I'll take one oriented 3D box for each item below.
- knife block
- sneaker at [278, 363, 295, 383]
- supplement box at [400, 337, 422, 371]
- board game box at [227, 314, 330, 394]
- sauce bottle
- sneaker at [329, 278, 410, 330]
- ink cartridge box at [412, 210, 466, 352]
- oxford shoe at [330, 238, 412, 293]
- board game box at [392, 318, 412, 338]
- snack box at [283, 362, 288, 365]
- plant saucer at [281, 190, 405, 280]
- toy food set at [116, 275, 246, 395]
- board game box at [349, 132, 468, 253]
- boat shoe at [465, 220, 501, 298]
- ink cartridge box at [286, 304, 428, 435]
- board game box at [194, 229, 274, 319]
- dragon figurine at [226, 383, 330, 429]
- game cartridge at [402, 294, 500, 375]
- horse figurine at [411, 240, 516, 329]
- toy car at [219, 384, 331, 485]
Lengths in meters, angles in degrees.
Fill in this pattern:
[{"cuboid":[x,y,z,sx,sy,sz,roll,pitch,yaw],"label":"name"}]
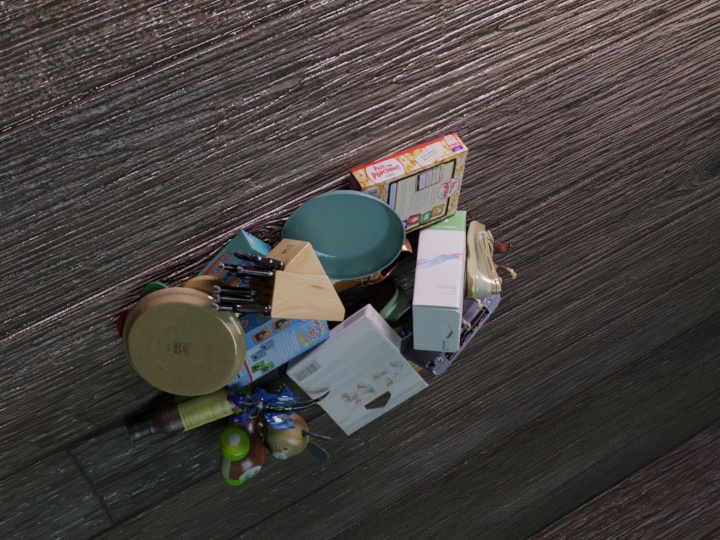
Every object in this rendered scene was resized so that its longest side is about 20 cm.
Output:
[{"cuboid":[-0.128,0.046,1.417,0.176,0.063,0.202,-48,127,-29],"label":"knife block"},{"cuboid":[-0.078,0.201,1.802,0.197,0.067,0.091,-6,135,-41],"label":"sneaker"},{"cuboid":[0.070,0.187,1.924,0.197,0.069,0.067,-30,148,-7],"label":"supplement box"},{"cuboid":[-0.149,0.111,1.568,0.197,0.037,0.152,-29,149,-12],"label":"board game box"},{"cuboid":[-0.306,0.244,1.638,0.196,0.067,0.067,-18,146,-3],"label":"sauce bottle"},{"cuboid":[0.016,0.108,1.768,0.200,0.067,0.089,-45,142,10],"label":"sneaker"},{"cuboid":[0.138,0.019,1.643,0.085,0.204,0.147,2,146,6],"label":"ink cartridge box"},{"cuboid":[0.000,0.000,1.620,0.198,0.072,0.071,-35,149,1],"label":"oxford shoe"},{"cuboid":[0.049,0.137,1.790,0.119,0.033,0.199,-32,174,31],"label":"board game box"},{"cuboid":[-0.159,0.149,1.700,0.197,0.024,0.073,-22,144,-20],"label":"snack box"},{"cuboid":[-0.027,-0.062,1.492,0.195,0.037,0.202,-2,140,-1],"label":"plant saucer"},{"cuboid":[-0.269,0.104,1.436,0.193,0.049,0.204,-7,120,5],"label":"toy food set"},{"cuboid":[0.075,-0.126,1.549,0.197,0.047,0.153,-21,144,-21],"label":"board game box"},{"cuboid":[0.220,-0.020,1.691,0.062,0.202,0.075,1,121,7],"label":"boat shoe"},{"cuboid":[-0.005,0.180,1.682,0.198,0.045,0.177,-34,111,24],"label":"ink cartridge box"},{"cuboid":[-0.175,0.031,1.518,0.152,0.045,0.199,-43,146,12],"label":"board game box"},{"cuboid":[-0.139,0.236,1.623,0.196,0.099,0.060,7,98,-19],"label":"dragon figurine"},{"cuboid":[0.173,0.107,1.842,0.201,0.133,0.041,-49,120,-10],"label":"game cartridge"},{"cuboid":[0.208,0.013,1.801,0.201,0.132,0.050,-48,145,-4],"label":"horse figurine"},{"cuboid":[-0.151,0.316,1.731,0.195,0.161,0.165,11,149,-1],"label":"toy car"}]
